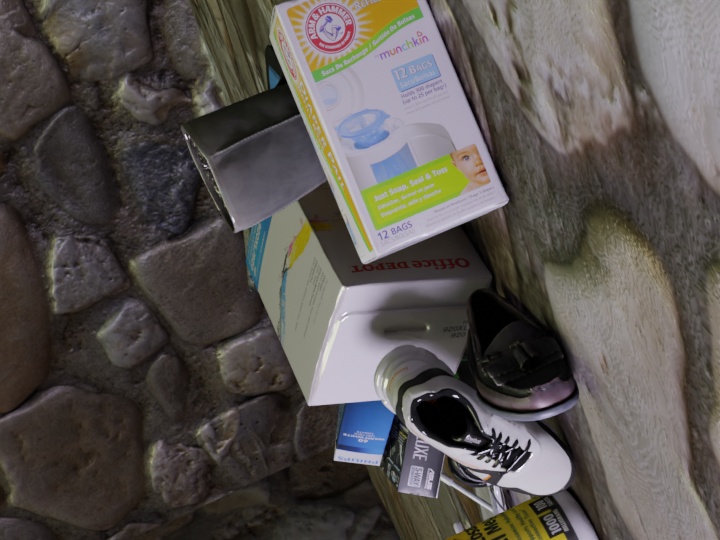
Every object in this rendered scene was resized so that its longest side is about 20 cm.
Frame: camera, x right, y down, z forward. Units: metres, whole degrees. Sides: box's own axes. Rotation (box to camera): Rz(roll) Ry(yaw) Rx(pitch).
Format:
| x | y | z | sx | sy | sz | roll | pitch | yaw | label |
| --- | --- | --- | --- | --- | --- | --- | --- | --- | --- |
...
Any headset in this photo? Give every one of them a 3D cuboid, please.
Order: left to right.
| x | y | z | sx | sy | sz | roll | pitch | yaw | label |
| --- | --- | --- | --- | --- | --- | --- | --- | --- | --- |
| 0.112 | 0.192 | 1.424 | 0.124 | 0.093 | 0.202 | 94 | 163 | -77 | headset |

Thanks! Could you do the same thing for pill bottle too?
| x | y | z | sx | sy | sz | roll | pitch | yaw | label |
| --- | --- | --- | --- | --- | --- | --- | --- | --- | --- |
| 0.117 | 0.284 | 1.230 | 0.112 | 0.198 | 0.113 | 156 | 90 | -83 | pill bottle |

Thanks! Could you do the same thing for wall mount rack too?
| x | y | z | sx | sy | sz | roll | pitch | yaw | label |
| --- | --- | --- | --- | --- | --- | --- | --- | --- | --- |
| 0.133 | 0.272 | 1.629 | 0.201 | 0.074 | 0.175 | 75 | -177 | -46 | wall mount rack |

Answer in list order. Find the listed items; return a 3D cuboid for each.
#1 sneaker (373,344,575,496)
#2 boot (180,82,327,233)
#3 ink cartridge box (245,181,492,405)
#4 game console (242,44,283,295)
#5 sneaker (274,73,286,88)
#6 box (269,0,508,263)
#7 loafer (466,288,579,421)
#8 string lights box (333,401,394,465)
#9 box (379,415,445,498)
| x | y | z | sx | sy | sz | roll | pitch | yaw | label |
| --- | --- | --- | --- | --- | --- | --- | --- | --- | --- |
| 0.098 | 0.138 | 1.123 | 0.199 | 0.074 | 0.080 | 30 | -171 | -21 | sneaker |
| -0.053 | -0.148 | 1.125 | 0.073 | 0.198 | 0.183 | 81 | 165 | -76 | boot |
| 0.000 | 0.000 | 1.251 | 0.201 | 0.146 | 0.146 | -118 | 34 | -43 | ink cartridge box |
| -0.101 | -0.106 | 1.430 | 0.116 | 0.176 | 0.202 | 17 | 126 | 32 | game console |
| -0.052 | -0.150 | 1.322 | 0.070 | 0.089 | 0.202 | 54 | 140 | 47 | sneaker |
| 0.017 | -0.120 | 1.045 | 0.101 | 0.112 | 0.202 | 153 | 95 | -83 | box |
| 0.115 | 0.063 | 1.077 | 0.200 | 0.071 | 0.064 | -128 | 20 | -77 | loafer |
| 0.009 | 0.129 | 1.539 | 0.201 | 0.058 | 0.104 | 101 | 175 | -58 | string lights box |
| 0.061 | 0.162 | 1.601 | 0.200 | 0.049 | 0.160 | -156 | 77 | -80 | box |
